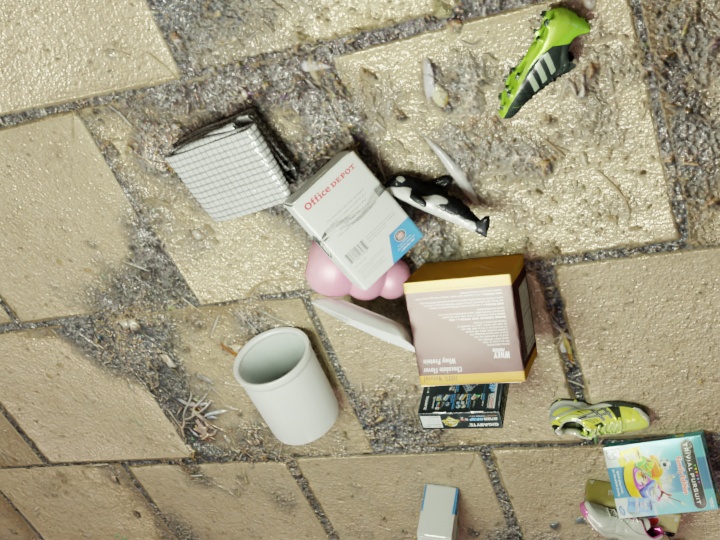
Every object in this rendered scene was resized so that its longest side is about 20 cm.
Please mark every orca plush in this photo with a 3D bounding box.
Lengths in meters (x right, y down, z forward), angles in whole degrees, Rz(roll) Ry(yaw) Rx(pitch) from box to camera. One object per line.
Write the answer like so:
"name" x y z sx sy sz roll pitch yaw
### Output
"orca plush" 0.140 -0.130 1.567 0.200 0.071 0.105 26 -178 31

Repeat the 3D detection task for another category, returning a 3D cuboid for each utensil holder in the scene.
"utensil holder" -0.152 0.247 1.930 0.170 0.170 0.200 -7 130 23

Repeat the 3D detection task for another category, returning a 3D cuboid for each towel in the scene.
"towel" -0.224 -0.188 1.629 0.200 0.086 0.166 -15 122 30

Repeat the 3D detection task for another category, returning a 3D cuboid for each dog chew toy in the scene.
"dog chew toy" 0.000 0.000 1.701 0.200 0.125 0.125 14 133 -6

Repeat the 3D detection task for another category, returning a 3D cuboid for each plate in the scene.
"plate" 0.029 0.103 1.720 0.200 0.032 0.200 21 172 24

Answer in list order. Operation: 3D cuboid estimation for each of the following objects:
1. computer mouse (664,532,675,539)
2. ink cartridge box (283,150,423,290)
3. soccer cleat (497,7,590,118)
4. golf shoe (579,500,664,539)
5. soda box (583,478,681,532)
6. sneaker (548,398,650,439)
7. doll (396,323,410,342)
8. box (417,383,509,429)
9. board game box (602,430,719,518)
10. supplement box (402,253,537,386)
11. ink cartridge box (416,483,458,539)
"computer mouse" 0.714 0.617 2.072 0.059 0.034 0.200 -11 122 46
"ink cartridge box" -0.014 -0.089 1.585 0.145 0.084 0.200 -43 107 -7
"soccer cleat" 0.276 -0.304 1.383 0.081 0.068 0.200 16 134 -14
"golf shoe" 0.560 0.539 1.944 0.200 0.075 0.092 34 113 -13
"soda box" 0.594 0.515 1.993 0.200 0.064 0.068 6 131 12
"sneaker" 0.483 0.312 1.842 0.200 0.076 0.075 -2 127 18
"doll" 0.158 0.103 1.781 0.200 0.048 0.136 -15 123 24
"box" 0.207 0.218 1.764 0.159 0.200 0.046 -5 128 20
"board game box" 0.613 0.418 1.859 0.200 0.047 0.151 -15 86 28
"supplement box" 0.203 0.091 1.655 0.197 0.133 0.200 -6 104 22
"ink cartridge box" 0.186 0.630 2.166 0.086 0.146 0.200 3 131 12
